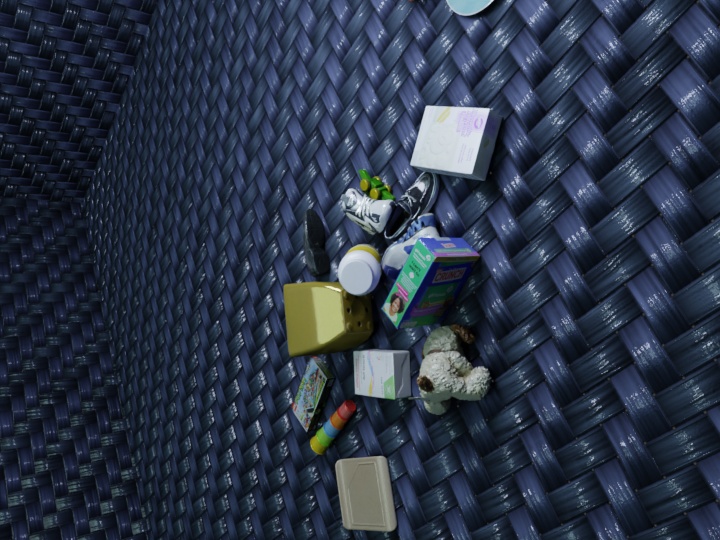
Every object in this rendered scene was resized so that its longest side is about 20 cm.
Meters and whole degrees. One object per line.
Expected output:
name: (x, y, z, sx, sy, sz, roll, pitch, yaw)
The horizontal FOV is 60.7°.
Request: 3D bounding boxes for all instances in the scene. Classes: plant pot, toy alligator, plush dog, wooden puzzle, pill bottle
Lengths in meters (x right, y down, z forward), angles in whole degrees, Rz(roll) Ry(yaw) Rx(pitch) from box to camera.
plant pot: (-0.072, 0.124, 1.681, 0.196, 0.191, 0.203, -12, 80, 43)
toy alligator: (0.055, -0.192, 1.623, 0.200, 0.058, 0.055, 45, 133, 26)
plush dog: (0.188, 0.212, 1.417, 0.198, 0.158, 0.176, -34, 39, 42)
wooden puzzle: (0.016, 0.611, 1.686, 0.197, 0.037, 0.191, -21, 74, 43)
pill bottle: (0.000, 0.000, 1.569, 0.107, 0.200, 0.115, 1, 99, 5)

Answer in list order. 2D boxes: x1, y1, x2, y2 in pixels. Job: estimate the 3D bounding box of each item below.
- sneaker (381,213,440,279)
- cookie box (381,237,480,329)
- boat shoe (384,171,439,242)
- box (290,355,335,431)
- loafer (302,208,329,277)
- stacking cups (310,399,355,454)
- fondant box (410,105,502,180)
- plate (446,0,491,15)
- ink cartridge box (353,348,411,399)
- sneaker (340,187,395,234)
sneaker: (0.135, -0.031, 1.510, 0.200, 0.079, 0.117, -51, 52, 35)
cookie box: (0.161, 0.028, 1.411, 0.075, 0.168, 0.204, 46, 123, 35)
boat shoe: (0.123, -0.160, 1.515, 0.072, 0.067, 0.203, 44, 109, 32)
box: (-0.147, 0.375, 1.877, 0.110, 0.034, 0.205, 42, 121, 42)
loafer: (-0.148, -0.081, 1.857, 0.072, 0.071, 0.207, -22, 72, 51)
stacking cups: (-0.079, 0.451, 1.775, 0.202, 0.059, 0.061, -56, 51, 33)
fondant box: (0.217, -0.296, 1.415, 0.197, 0.057, 0.149, 19, 94, 47)
plate: (0.269, -0.685, 1.397, 0.197, 0.025, 0.208, 1, 91, 50)
ink cartridge box: (0.042, 0.271, 1.627, 0.197, 0.066, 0.122, -7, 85, 49)
sneaker: (0.009, -0.161, 1.570, 0.081, 0.127, 0.199, -61, 8, -5)
